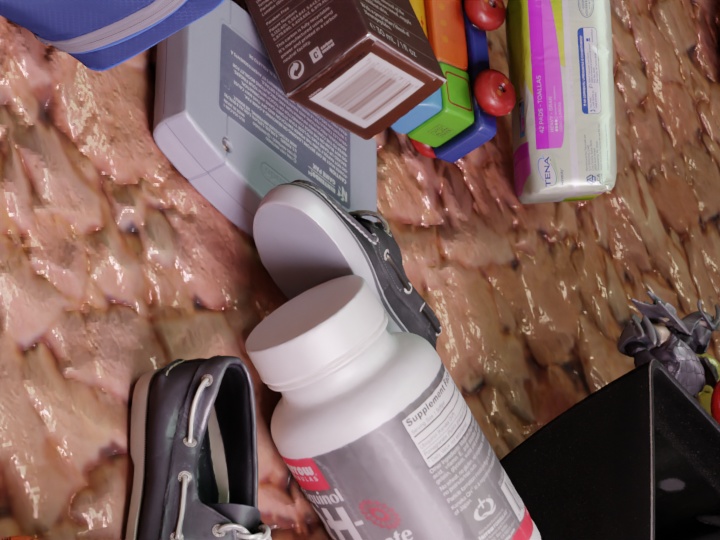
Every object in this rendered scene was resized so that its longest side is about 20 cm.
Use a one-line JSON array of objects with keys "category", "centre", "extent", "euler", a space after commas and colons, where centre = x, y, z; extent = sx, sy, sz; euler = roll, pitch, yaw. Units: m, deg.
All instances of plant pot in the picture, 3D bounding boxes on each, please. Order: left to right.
[{"category": "plant pot", "centre": [0.160, 0.210, 1.603], "extent": [0.200, 0.177, 0.200], "euler": [43, 38, -37]}]

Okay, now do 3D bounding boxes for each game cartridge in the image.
[{"category": "game cartridge", "centre": [-0.058, -0.083, 1.575], "extent": [0.200, 0.041, 0.133], "euler": [37, 38, -43]}]

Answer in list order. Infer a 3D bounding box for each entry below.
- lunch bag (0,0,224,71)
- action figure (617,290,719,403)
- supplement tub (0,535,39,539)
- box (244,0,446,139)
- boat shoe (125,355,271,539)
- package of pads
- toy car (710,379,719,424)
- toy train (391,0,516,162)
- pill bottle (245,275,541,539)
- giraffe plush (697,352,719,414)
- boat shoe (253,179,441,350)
[{"category": "lunch bag", "centre": [-0.149, -0.222, 1.411], "extent": [0.132, 0.136, 0.201], "euler": [30, 45, -49]}, {"category": "action figure", "centre": [0.202, 0.103, 1.764], "extent": [0.130, 0.069, 0.200], "euler": [46, 66, -27]}, {"category": "supplement tub", "centre": [-0.110, 0.206, 1.205], "extent": [0.200, 0.122, 0.123], "euler": [37, 42, -43]}, {"category": "box", "centre": [-0.029, -0.192, 1.612], "extent": [0.100, 0.075, 0.200], "euler": [24, 36, -55]}, {"category": "boat shoe", "centre": [-0.082, 0.137, 1.357], "extent": [0.073, 0.063, 0.201], "euler": [29, 47, -49]}, {"category": "package of pads", "centre": [0.140, -0.128, 1.801], "extent": [0.200, 0.068, 0.155], "euler": [76, 10, -89]}, {"category": "toy car", "centre": [0.321, 0.111, 1.743], "extent": [0.200, 0.150, 0.175], "euler": [55, 44, -32]}, {"category": "toy train", "centre": [0.035, -0.184, 1.765], "extent": [0.115, 0.085, 0.201], "euler": [19, 54, -38]}, {"category": "pill bottle", "centre": [0.016, 0.107, 1.494], "extent": [0.200, 0.110, 0.111], "euler": [60, 30, -15]}, {"category": "giraffe plush", "centre": [0.275, 0.154, 1.882], "extent": [0.162, 0.200, 0.173], "euler": [22, 48, -15]}, {"category": "boat shoe", "centre": [0.000, 0.000, 1.550], "extent": [0.200, 0.070, 0.066], "euler": [54, 51, -42]}]
